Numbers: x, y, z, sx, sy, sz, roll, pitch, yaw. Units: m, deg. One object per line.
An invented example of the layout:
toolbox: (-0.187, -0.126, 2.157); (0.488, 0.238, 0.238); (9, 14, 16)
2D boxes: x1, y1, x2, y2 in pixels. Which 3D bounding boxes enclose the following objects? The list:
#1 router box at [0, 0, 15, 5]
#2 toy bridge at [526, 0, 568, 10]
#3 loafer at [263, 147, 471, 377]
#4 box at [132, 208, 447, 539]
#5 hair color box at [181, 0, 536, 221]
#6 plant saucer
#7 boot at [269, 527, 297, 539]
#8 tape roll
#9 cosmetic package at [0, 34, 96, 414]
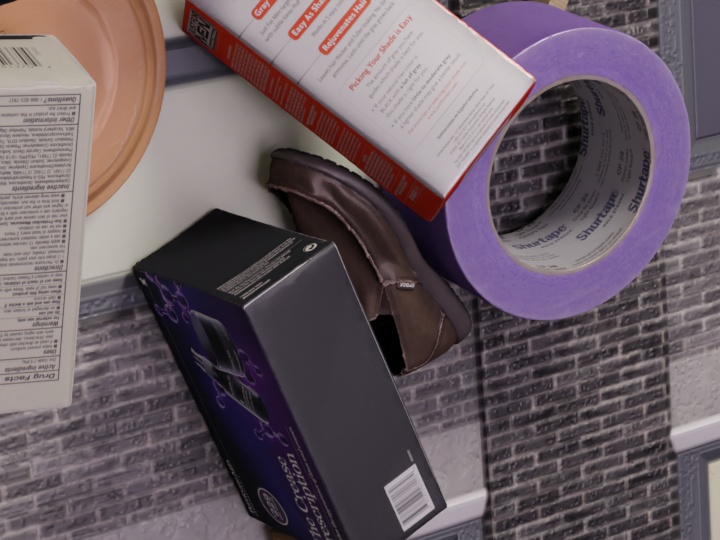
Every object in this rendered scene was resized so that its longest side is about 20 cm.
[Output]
router box: (-0.229, -0.204, 1.227); (0.149, 0.200, 0.051); (40, 77, -19)
toy bridge: (0.073, -0.229, 1.553); (0.199, 0.027, 0.068); (25, 84, -37)
loafer: (0.000, 0.000, 1.520); (0.071, 0.073, 0.200); (-52, 123, -16)
box: (-0.045, 0.073, 1.464); (0.079, 0.141, 0.201); (-34, 117, -22)
hair color box: (-0.002, -0.134, 1.439); (0.200, 0.061, 0.102); (39, 75, 2)
plant saucer: (-0.202, -0.117, 1.384); (0.199, 0.032, 0.202); (-7, 103, -34)
boot: (-0.062, 0.264, 1.532); (0.201, 0.071, 0.145); (-36, 115, -29)
tape roll: (0.119, -0.074, 1.565); (0.199, 0.085, 0.202); (-12, 114, -29)
cosmetic package: (-0.215, -0.026, 1.324); (0.103, 0.087, 0.201); (-2, 115, -25)
